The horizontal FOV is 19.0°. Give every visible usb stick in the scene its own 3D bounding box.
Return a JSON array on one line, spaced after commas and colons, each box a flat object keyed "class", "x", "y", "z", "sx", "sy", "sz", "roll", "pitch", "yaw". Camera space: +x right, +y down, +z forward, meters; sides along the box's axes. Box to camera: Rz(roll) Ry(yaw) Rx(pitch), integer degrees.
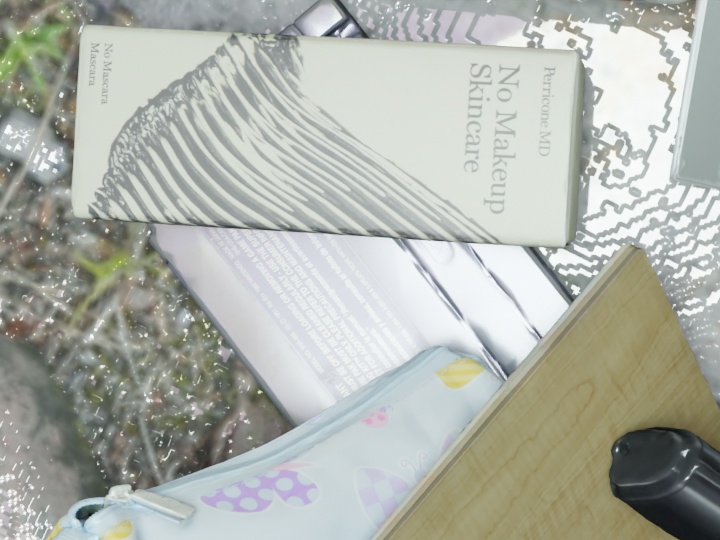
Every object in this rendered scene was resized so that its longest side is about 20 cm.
[{"class": "usb stick", "x": 0.181, "y": 0.119, "z": 0.843, "sx": 0.200, "sy": 0.055, "sz": 0.033, "roll": 34, "pitch": 68, "yaw": -21}]

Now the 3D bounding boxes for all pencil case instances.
[{"class": "pencil case", "x": -0.023, "y": 0.099, "z": 0.811, "sx": 0.200, "sy": 0.083, "sz": 0.091, "roll": -22, "pitch": 93, "yaw": -35}]

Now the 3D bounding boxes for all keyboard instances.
[{"class": "keyboard", "x": 0.157, "y": -0.133, "z": 0.878, "sx": 0.011, "sy": 0.056, "sz": 0.201, "roll": 12, "pitch": 93, "yaw": 41}]

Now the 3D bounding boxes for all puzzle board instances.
[{"class": "puzzle board", "x": 0.071, "y": 0.109, "z": 0.829, "sx": 0.200, "sy": 0.017, "sz": 0.151, "roll": -47, "pitch": 129, "yaw": -22}]

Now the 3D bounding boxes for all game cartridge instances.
[{"class": "game cartridge", "x": 0.000, "y": 0.000, "z": 0.914, "sx": 0.130, "sy": 0.038, "sz": 0.200, "roll": -38, "pitch": 86, "yaw": 11}]

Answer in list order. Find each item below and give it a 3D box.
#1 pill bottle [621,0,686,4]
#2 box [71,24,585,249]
[{"class": "pill bottle", "x": 0.042, "y": -0.170, "z": 0.863, "sx": 0.199, "sy": 0.112, "sz": 0.113, "roll": 6, "pitch": 92, "yaw": 8}, {"class": "box", "x": -0.011, "y": -0.054, "z": 0.864, "sx": 0.199, "sy": 0.068, "sz": 0.083, "roll": 2, "pitch": 91, "yaw": 8}]
